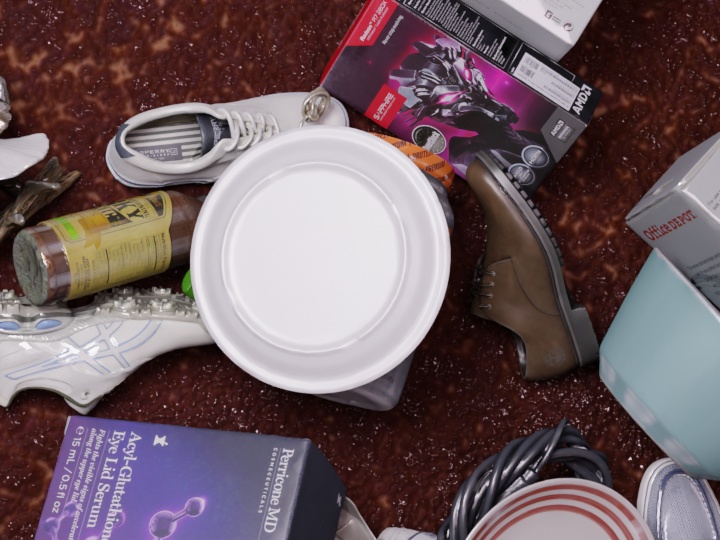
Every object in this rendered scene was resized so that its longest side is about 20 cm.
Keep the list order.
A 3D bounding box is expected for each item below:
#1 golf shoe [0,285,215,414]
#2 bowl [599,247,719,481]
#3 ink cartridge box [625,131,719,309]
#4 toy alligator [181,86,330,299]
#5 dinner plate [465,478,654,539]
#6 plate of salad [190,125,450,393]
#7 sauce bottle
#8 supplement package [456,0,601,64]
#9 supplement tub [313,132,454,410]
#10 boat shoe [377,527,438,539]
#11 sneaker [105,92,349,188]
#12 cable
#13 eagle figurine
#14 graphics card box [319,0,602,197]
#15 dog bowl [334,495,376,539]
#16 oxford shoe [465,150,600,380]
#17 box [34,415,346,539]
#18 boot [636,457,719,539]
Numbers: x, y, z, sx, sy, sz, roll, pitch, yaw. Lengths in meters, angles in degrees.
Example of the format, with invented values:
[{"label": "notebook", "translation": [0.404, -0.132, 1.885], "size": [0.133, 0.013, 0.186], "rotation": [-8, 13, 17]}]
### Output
[{"label": "golf shoe", "translation": [-0.199, 0.063, 1.479], "size": [0.200, 0.078, 0.097], "rotation": [-1, 100, -4]}, {"label": "bowl", "translation": [0.266, 0.090, 1.491], "size": [0.105, 0.201, 0.201], "rotation": [-44, 90, 7]}, {"label": "ink cartridge box", "translation": [0.329, -0.015, 1.524], "size": [0.200, 0.147, 0.083], "rotation": [42, 77, -2]}, {"label": "toy alligator", "translation": [-0.067, -0.056, 1.467], "size": [0.054, 0.059, 0.200], "rotation": [25, 76, 40]}, {"label": "dinner plate", "translation": [0.146, 0.257, 1.459], "size": [0.200, 0.024, 0.200], "rotation": [-3, 97, -25]}, {"label": "plate of salad", "translation": [-0.029, -0.008, 1.401], "size": [0.200, 0.048, 0.200], "rotation": [-1, 84, 15]}, {"label": "sauce bottle", "translation": [-0.171, -0.026, 1.468], "size": [0.200, 0.065, 0.065], "rotation": [-18, 85, -34]}, {"label": "supplement package", "translation": [0.142, -0.283, 1.530], "size": [0.152, 0.151, 0.200], "rotation": [33, 79, -2]}, {"label": "supplement tub", "translation": [0.000, 0.000, 1.482], "size": [0.122, 0.123, 0.200], "rotation": [18, 79, -6]}, {"label": "boat shoe", "translation": [0.005, 0.293, 1.469], "size": [0.072, 0.066, 0.200], "rotation": [35, 72, -45]}, {"label": "sneaker", "translation": [-0.102, -0.103, 1.506], "size": [0.200, 0.071, 0.073], "rotation": [-13, 84, -12]}, {"label": "cable", "translation": [0.131, 0.213, 1.487], "size": [0.163, 0.051, 0.200], "rotation": [10, 93, -27]}, {"label": "eagle figurine", "translation": [-0.332, -0.100, 1.446], "size": [0.151, 0.152, 0.200], "rotation": [-44, 96, 8]}, {"label": "graphics card box", "translation": [0.079, -0.146, 1.513], "size": [0.200, 0.125, 0.051], "rotation": [32, 47, -4]}, {"label": "dog bowl", "translation": [-0.063, 0.260, 1.428], "size": [0.200, 0.059, 0.200], "rotation": [-7, 61, 13]}, {"label": "oxford shoe", "translation": [0.121, 0.001, 1.509], "size": [0.084, 0.073, 0.200], "rotation": [-24, 103, -1]}, {"label": "box", "translation": [-0.127, 0.199, 1.386], "size": [0.200, 0.104, 0.148], "rotation": [3, 63, 18]}, {"label": "boot", "translation": [0.276, 0.247, 1.506], "size": [0.073, 0.090, 0.200], "rotation": [-10, 84, -10]}]
